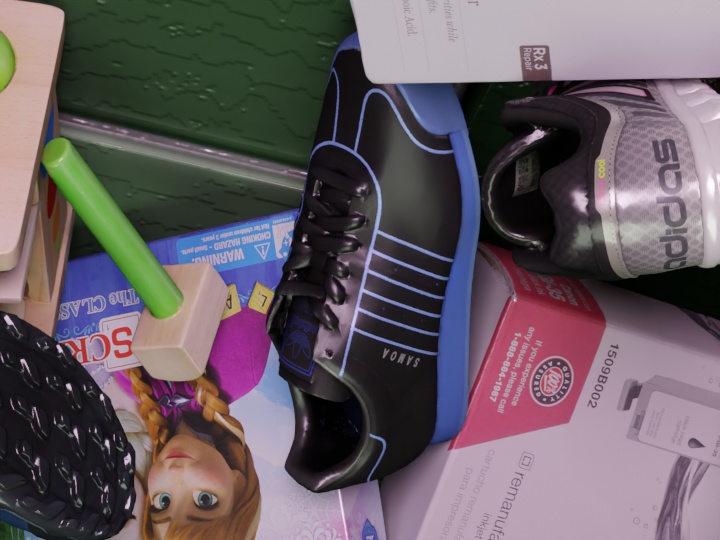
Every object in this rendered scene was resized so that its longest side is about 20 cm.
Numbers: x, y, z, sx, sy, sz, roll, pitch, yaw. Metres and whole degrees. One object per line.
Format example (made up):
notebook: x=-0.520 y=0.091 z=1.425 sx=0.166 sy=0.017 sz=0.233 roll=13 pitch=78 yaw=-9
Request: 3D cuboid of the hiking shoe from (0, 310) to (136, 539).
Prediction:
hiking shoe: x=-0.179 y=0.048 z=0.996 sx=0.200 sy=0.075 sz=0.087 roll=35 pitch=146 yaw=-21

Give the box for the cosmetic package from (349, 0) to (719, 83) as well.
cosmetic package: x=0.095 y=-0.130 z=0.885 sx=0.199 sy=0.082 sz=0.113 roll=0 pitch=145 yaw=11

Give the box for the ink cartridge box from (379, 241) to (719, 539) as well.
ink cartridge box: x=0.124 y=0.090 z=1.151 sx=0.199 sy=0.083 sz=0.147 roll=17 pitch=102 yaw=-16

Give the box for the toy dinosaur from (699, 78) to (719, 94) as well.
toy dinosaur: x=0.224 y=-0.054 z=0.973 sx=0.199 sy=0.103 sz=0.136 roll=1 pitch=166 yaw=-26

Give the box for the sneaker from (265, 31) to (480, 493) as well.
sneaker: x=0.000 y=0.000 z=1.033 sx=0.070 sy=0.078 sz=0.201 roll=24 pitch=128 yaw=43

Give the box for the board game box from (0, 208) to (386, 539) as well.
board game box: x=-0.090 y=0.088 z=1.149 sx=0.199 sy=0.201 sz=0.041 roll=-12 pitch=173 yaw=26

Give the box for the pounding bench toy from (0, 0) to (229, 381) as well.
pounding bench toy: x=-0.153 y=-0.027 z=1.045 sx=0.199 sy=0.125 sz=0.156 roll=6 pitch=147 yaw=0

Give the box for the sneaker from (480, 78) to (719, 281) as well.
sneaker: x=0.082 y=-0.043 z=0.941 sx=0.087 sy=0.200 sz=0.074 roll=-8 pitch=108 yaw=-9
